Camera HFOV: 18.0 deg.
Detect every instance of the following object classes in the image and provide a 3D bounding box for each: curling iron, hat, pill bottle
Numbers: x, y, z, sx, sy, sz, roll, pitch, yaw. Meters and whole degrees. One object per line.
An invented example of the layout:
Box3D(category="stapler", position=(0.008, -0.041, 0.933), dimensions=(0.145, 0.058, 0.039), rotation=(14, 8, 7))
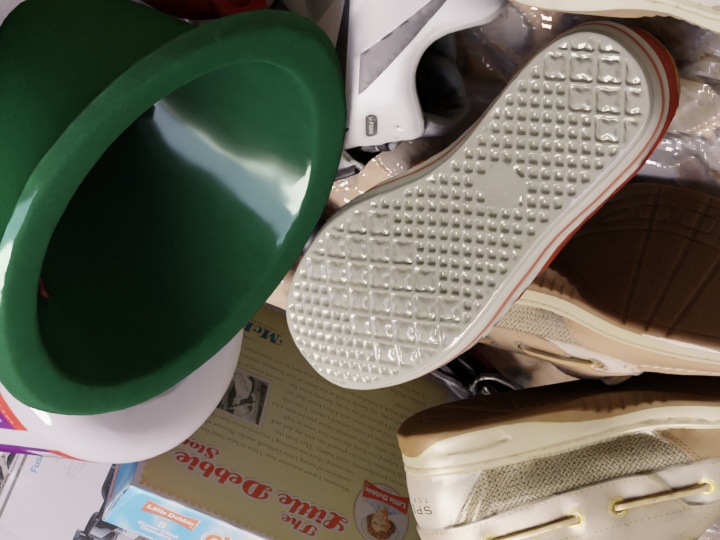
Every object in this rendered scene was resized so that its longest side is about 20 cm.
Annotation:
Box3D(category="curling iron", position=(0.000, 0.000, 0.984), dimensions=(0.200, 0.026, 0.050), rotation=(43, 178, -9))
Box3D(category="hat", position=(-0.121, -0.072, 0.826), dimensions=(0.176, 0.165, 0.201), rotation=(40, 149, 27))
Box3D(category="pill bottle", position=(-0.144, 0.019, 0.943), dimensions=(0.199, 0.113, 0.113), rotation=(-1, 136, 53))

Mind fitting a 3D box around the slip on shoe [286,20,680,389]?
Box3D(category="slip on shoe", position=(0.047, -0.022, 0.860), dimensions=(0.200, 0.061, 0.074), rotation=(-44, 79, 30))

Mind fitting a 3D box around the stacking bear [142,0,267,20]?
Box3D(category="stacking bear", position=(-0.117, -0.156, 0.822), dimensions=(0.199, 0.122, 0.114), rotation=(23, 137, -6))

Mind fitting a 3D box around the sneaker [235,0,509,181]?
Box3D(category="sneaker", position=(-0.009, -0.065, 0.879), dimensions=(0.088, 0.074, 0.200), rotation=(32, 141, -7))

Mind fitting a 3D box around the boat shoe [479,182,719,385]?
Box3D(category="boat shoe", position=(0.097, 0.008, 0.904), dimensions=(0.199, 0.071, 0.065), rotation=(16, 147, 34))

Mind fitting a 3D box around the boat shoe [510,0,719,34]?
Box3D(category="boat shoe", position=(0.118, -0.120, 0.730), dimensions=(0.199, 0.074, 0.067), rotation=(4, 142, 30))

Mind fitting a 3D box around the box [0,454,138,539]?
Box3D(category="box", position=(-0.087, 0.147, 1.129), dimensions=(0.199, 0.117, 0.060), rotation=(24, -173, -2))

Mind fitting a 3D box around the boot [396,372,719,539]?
Box3D(category="boot", position=(0.123, 0.122, 0.920), dimensions=(0.198, 0.073, 0.157), rotation=(-8, 98, 2))

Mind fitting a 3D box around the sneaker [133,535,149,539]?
Box3D(category="sneaker", position=(-0.016, 0.159, 1.013), dimensions=(0.198, 0.089, 0.076), rotation=(9, 101, -6))

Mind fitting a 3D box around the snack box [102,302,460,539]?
Box3D(category="snack box", position=(-0.004, 0.090, 0.987), dimensions=(0.199, 0.117, 0.037), rotation=(24, 140, -14))

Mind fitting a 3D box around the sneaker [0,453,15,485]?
Box3D(category="sneaker", position=(-0.131, 0.150, 1.211), dimensions=(0.077, 0.080, 0.201), rotation=(-31, 96, 31))

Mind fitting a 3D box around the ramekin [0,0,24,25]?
Box3D(category="ramekin", position=(-0.220, -0.099, 0.888), dimensions=(0.202, 0.203, 0.094), rotation=(31, 155, -2))
